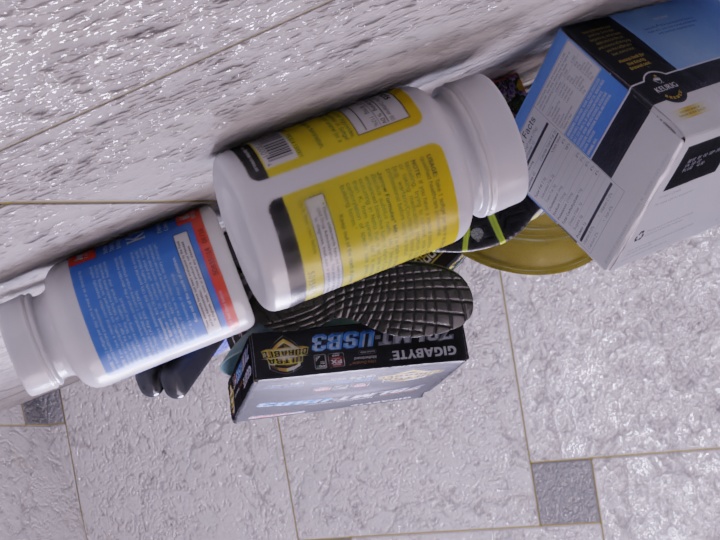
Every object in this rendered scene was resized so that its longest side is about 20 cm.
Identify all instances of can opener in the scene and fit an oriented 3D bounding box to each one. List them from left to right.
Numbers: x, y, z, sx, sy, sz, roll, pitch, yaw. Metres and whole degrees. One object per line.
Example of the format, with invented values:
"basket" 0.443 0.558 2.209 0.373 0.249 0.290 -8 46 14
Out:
"can opener" -0.134 0.057 1.387 0.053 0.067 0.201 1 -144 26

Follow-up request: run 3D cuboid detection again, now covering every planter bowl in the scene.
"planter bowl" 0.162 -0.097 1.490 0.199 0.201 0.084 -20 142 -25

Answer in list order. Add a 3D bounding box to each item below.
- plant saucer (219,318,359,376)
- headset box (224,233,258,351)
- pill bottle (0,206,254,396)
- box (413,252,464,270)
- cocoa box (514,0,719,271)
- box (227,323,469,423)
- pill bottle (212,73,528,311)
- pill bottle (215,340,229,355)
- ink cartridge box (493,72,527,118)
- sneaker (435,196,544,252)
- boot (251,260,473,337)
"plant saucer" -0.039 0.063 1.470 0.198 0.039 0.201 -8 165 -2
"headset box" -0.087 0.022 1.677 0.077 0.150 0.199 -22 179 33
"pill bottle" -0.198 0.031 1.285 0.198 0.113 0.112 -21 178 -5
"box" 0.058 0.004 1.601 0.161 0.049 0.200 -42 175 -18
"cocoa box" 0.225 -0.110 1.156 0.199 0.131 0.134 -20 146 -42
"box" -0.017 0.093 1.427 0.197 0.050 0.199 -5 164 -13
"pill bottle" 0.008 -0.058 1.051 0.198 0.115 0.114 -21 178 -12
"pill bottle" -0.179 0.043 1.793 0.111 0.113 0.199 -23 178 33
"ink cartridge box" 0.090 -0.119 1.264 0.108 0.051 0.200 -22 177 7
"sneaker" 0.127 -0.065 1.288 0.198 0.076 0.076 -20 178 -3
"boot" 0.000 0.000 1.360 0.197 0.068 0.131 1 -156 2
